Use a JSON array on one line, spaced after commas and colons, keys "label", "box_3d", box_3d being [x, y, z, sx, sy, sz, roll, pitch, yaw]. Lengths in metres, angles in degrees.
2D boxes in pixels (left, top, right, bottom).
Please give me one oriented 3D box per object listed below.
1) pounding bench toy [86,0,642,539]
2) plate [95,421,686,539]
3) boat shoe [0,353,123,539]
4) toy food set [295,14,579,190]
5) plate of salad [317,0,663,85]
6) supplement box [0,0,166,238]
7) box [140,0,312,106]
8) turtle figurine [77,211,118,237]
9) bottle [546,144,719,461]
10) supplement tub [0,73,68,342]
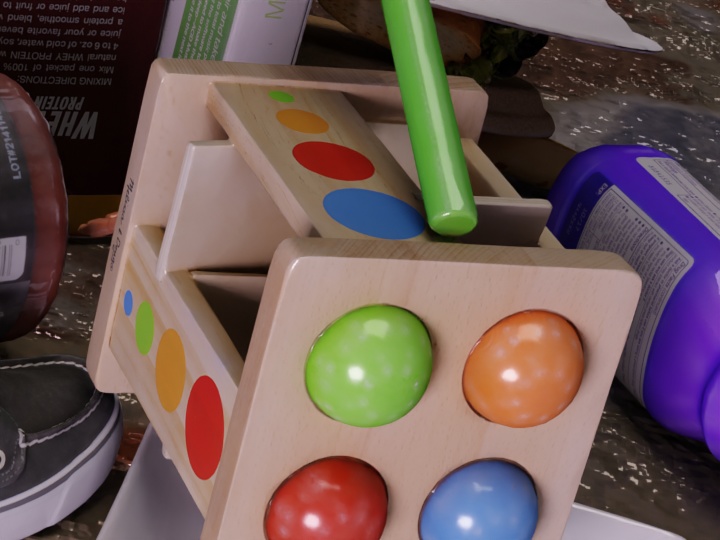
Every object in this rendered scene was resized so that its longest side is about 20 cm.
[{"label": "pounding bench toy", "box_3d": [0.008, -0.010, 0.808, 0.124, 0.201, 0.156, 2, 28, -25]}, {"label": "plate", "box_3d": [0.006, 0.122, 0.813, 0.199, 0.032, 0.200, 16, 27, 3]}, {"label": "boat shoe", "box_3d": [-0.150, 0.060, 0.830, 0.069, 0.057, 0.200, 29, 31, 28]}, {"label": "toy food set", "box_3d": [-0.005, -0.084, 1.157, 0.197, 0.049, 0.200, 20, 11, 28]}, {"label": "plate of salad", "box_3d": [0.033, -0.113, 1.089, 0.199, 0.048, 0.200, 13, 10, -2]}, {"label": "supplement box", "box_3d": [-0.192, -0.131, 1.018, 0.197, 0.201, 0.133, -1, 29, -27]}, {"label": "box", "box_3d": [-0.073, -0.146, 1.047, 0.036, 0.145, 0.200, 4, 28, -27]}, {"label": "turtle figurine", "box_3d": [0.000, 0.000, 1.007, 0.199, 0.065, 0.161, 7, 13, 21]}, {"label": "bottle", "box_3d": [0.142, 0.024, 1.009, 0.065, 0.084, 0.200, -1, 29, -28]}, {"label": "supplement tub", "box_3d": [-0.212, -0.015, 0.891, 0.199, 0.107, 0.107, -7, 34, -35]}]
